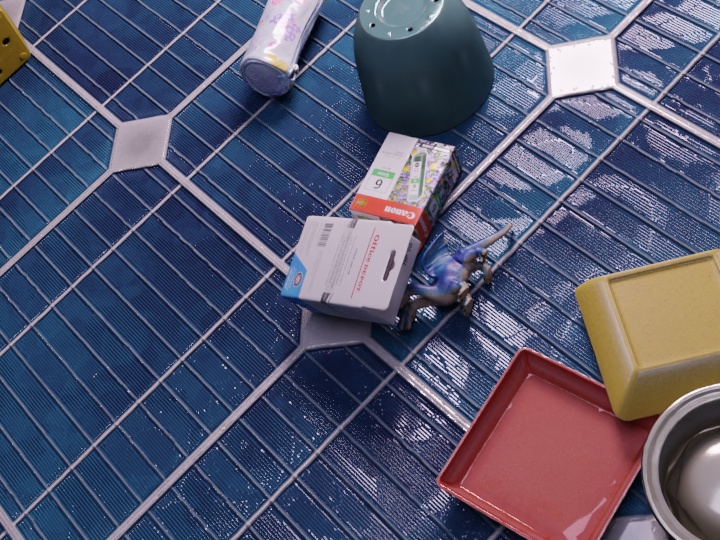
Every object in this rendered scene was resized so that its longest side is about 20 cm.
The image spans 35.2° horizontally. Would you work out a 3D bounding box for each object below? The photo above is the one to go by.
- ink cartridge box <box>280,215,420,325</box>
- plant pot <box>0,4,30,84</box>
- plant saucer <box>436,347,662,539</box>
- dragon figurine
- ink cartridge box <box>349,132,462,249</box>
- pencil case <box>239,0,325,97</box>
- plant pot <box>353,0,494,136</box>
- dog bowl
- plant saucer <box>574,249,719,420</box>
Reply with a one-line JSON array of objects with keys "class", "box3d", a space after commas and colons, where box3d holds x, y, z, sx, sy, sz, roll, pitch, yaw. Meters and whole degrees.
[{"class": "ink cartridge box", "box3d": [0.000, 0.000, 1.443, 0.198, 0.067, 0.118, 7, 74, 47]}, {"class": "plant pot", "box3d": [-0.689, -0.410, 1.946, 0.176, 0.201, 0.200, 39, 76, 24]}, {"class": "plant saucer", "box3d": [0.218, 0.213, 1.294, 0.198, 0.037, 0.201, 25, 70, 31]}, {"class": "dragon figurine", "box3d": [0.115, -0.005, 1.460, 0.098, 0.059, 0.201, 22, 70, 30]}, {"class": "ink cartridge box", "box3d": [0.049, -0.087, 1.542, 0.108, 0.051, 0.202, 15, 64, 28]}, {"class": "pencil case", "box3d": [-0.117, -0.369, 1.757, 0.090, 0.083, 0.203, -5, 54, 36]}, {"class": "plant pot", "box3d": [0.078, -0.320, 1.615, 0.197, 0.162, 0.203, -10, 56, 14]}, {"class": "dog bowl", "box3d": [0.399, 0.225, 1.197, 0.197, 0.074, 0.203, -10, 55, 14]}, {"class": "plant saucer", "box3d": [0.365, 0.059, 1.309, 0.196, 0.049, 0.202, -13, 48, 4]}]
